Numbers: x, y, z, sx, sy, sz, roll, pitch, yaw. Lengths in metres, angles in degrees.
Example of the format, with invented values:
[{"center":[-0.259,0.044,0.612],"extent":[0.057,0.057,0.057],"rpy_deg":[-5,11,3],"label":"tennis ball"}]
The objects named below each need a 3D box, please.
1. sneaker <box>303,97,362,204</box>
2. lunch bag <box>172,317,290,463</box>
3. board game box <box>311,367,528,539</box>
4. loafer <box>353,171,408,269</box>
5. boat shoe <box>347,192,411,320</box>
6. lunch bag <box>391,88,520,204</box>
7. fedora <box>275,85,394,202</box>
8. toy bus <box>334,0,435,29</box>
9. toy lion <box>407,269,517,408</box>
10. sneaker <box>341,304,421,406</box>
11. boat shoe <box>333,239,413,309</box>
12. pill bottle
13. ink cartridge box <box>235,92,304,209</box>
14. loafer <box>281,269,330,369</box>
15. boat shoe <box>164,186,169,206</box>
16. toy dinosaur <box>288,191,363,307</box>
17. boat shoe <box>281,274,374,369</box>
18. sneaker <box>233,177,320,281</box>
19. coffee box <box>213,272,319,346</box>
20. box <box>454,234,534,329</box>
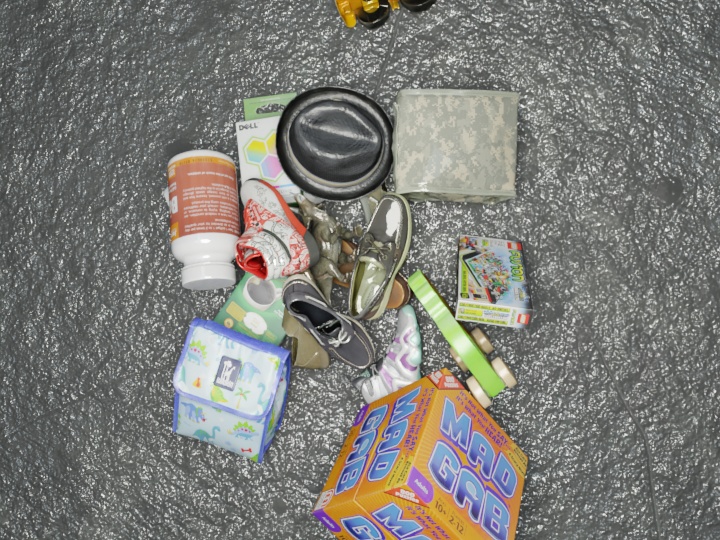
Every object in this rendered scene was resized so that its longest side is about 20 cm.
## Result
[{"center":[-0.066,-0.219,1.009],"extent":[0.104,0.076,0.203],"rpy_deg":[28,90,22],"label":"sneaker"},{"center":[-0.206,0.188,0.956],"extent":[0.166,0.128,0.204],"rpy_deg":[17,117,5],"label":"lunch bag"},{"center":[0.091,0.310,0.850],"extent":[0.200,0.201,0.199],"rpy_deg":[46,131,-12],"label":"board game box"},{"center":[0.040,-0.101,0.983],"extent":[0.068,0.075,0.204],"rpy_deg":[-23,87,10],"label":"loafer"},{"center":[0.027,-0.017,0.903],"extent":[0.070,0.066,0.206],"rpy_deg":[20,103,18],"label":"boat shoe"},{"center":[0.143,-0.195,0.941],"extent":[0.194,0.118,0.169],"rpy_deg":[3,89,-8],"label":"lunch bag"},{"center":[-0.036,-0.203,0.911],"extent":[0.195,0.092,0.206],"rpy_deg":[0,91,-5],"label":"fedora"},{"center":[0.036,-0.532,0.971],"extent":[0.196,0.136,0.196],"rpy_deg":[-18,74,9],"label":"toy bus"},{"center":[0.143,0.088,0.914],"extent":[0.068,0.200,0.193],"rpy_deg":[-37,104,6],"label":"toy lion"},{"center":[0.035,0.161,0.979],"extent":[0.136,0.078,0.206],"rpy_deg":[-2,89,6],"label":"sneaker"},{"center":[0.000,0.000,0.990],"extent":[0.198,0.070,0.071],"rpy_deg":[36,109,16],"label":"boat shoe"},{"center":[-0.248,-0.078,0.940],"extent":[0.109,0.112,0.205],"rpy_deg":[-8,78,6],"label":"pill bottle"},{"center":[-0.154,-0.209,1.015],"extent":[0.101,0.059,0.206],"rpy_deg":[-6,88,8],"label":"ink cartridge box"},{"center":[-0.098,0.074,0.957],"extent":[0.066,0.076,0.205],"rpy_deg":[-15,104,-14],"label":"loafer"},{"center":[-0.270,-0.072,1.026],"extent":[0.065,0.072,0.203],"rpy_deg":[-30,78,10],"label":"boat shoe"},{"center":[-0.052,-0.030,0.945],"extent":[0.101,0.076,0.205],"rpy_deg":[3,107,43],"label":"toy dinosaur"},{"center":[-0.048,0.094,0.902],"extent":[0.072,0.063,0.200],"rpy_deg":[-37,114,12],"label":"boat shoe"},{"center":[-0.159,-0.066,0.904],"extent":[0.202,0.107,0.068],"rpy_deg":[47,139,26],"label":"sneaker"},{"center":[-0.158,0.054,1.020],"extent":[0.122,0.044,0.202],"rpy_deg":[35,94,4],"label":"coffee box"},{"center":[0.202,0.011,0.907],"extent":[0.107,0.201,0.035],"rpy_deg":[7,121,6],"label":"box"}]
